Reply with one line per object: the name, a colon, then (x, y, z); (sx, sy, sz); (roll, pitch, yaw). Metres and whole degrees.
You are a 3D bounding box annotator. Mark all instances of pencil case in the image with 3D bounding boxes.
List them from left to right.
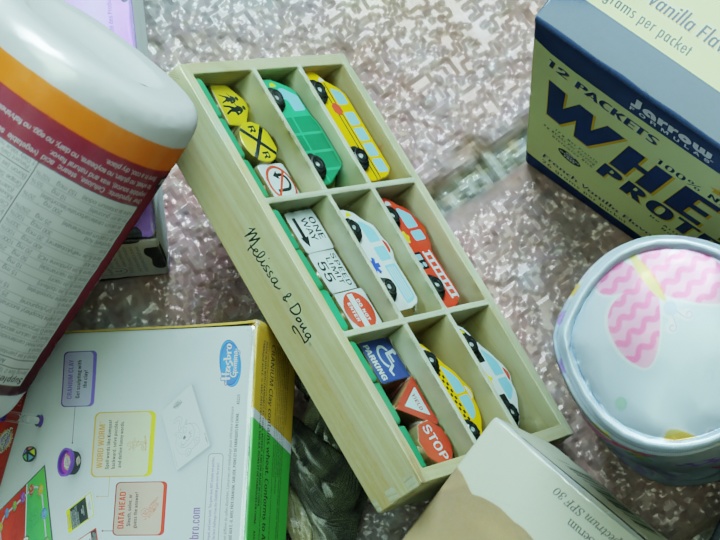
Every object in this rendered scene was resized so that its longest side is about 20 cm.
pencil case: (0.129, 0.040, 1.044); (0.090, 0.200, 0.084); (10, 84, 12)

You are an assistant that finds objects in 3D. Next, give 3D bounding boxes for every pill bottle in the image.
pill bottle: (-0.160, -0.009, 1.038); (0.109, 0.110, 0.201); (36, 101, 10)

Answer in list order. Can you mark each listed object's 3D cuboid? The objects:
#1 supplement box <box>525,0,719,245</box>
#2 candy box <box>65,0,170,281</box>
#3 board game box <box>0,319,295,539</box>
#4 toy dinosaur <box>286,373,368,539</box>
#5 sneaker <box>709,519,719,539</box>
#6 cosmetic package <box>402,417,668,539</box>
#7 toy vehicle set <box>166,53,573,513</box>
supplement box: (0.178, -0.110, 1.073); (0.134, 0.200, 0.200); (35, 80, 10)
candy box: (-0.192, -0.075, 1.146); (0.198, 0.072, 0.169); (-7, 77, 0)
board game box: (-0.128, 0.102, 1.085); (0.199, 0.040, 0.154); (-2, 76, 23)
toy dinosaur: (-0.031, 0.092, 1.116); (0.087, 0.047, 0.202); (5, 80, -3)
sneaker: (0.196, 0.169, 1.065); (0.146, 0.077, 0.203); (25, 87, 17)
cosmetic package: (0.041, 0.171, 1.045); (0.105, 0.071, 0.200); (38, 94, 29)
toy vehicle set: (0.000, 0.000, 1.098); (0.026, 0.124, 0.201); (-38, 76, 31)
